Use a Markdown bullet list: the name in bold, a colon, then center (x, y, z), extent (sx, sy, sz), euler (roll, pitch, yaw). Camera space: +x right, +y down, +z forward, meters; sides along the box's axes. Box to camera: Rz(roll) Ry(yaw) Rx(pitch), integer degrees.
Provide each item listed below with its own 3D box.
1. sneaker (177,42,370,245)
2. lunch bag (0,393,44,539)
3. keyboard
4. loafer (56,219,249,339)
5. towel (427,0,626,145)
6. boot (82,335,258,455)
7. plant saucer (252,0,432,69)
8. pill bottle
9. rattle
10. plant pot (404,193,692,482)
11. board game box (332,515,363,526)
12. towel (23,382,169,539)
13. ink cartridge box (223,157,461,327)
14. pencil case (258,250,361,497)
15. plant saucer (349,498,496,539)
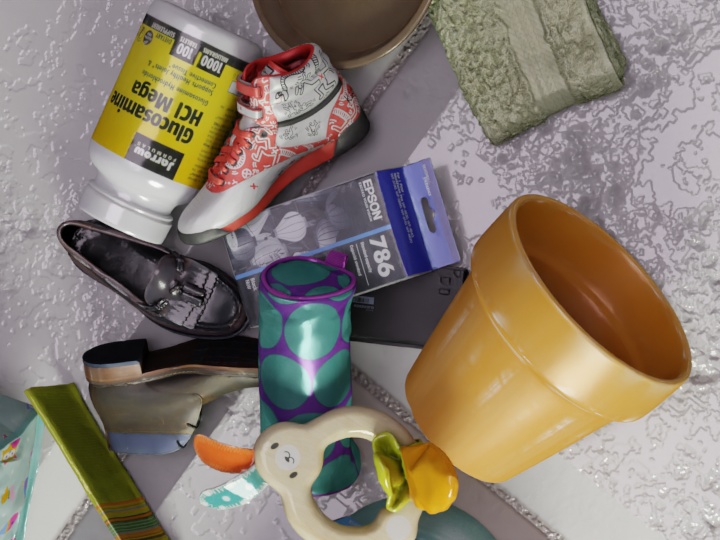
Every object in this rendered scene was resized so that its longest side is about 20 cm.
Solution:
- **sneaker**: center (-0.098, -0.117, 1.529), extent (0.201, 0.067, 0.108), euler (-34, 122, -3)
- **lunch bag**: center (-0.396, 0.203, 1.616), extent (0.169, 0.122, 0.201), euler (21, 121, 13)
- **keyboard**: center (0.000, 0.000, 1.561), extent (0.199, 0.021, 0.128), euler (7, 95, 16)
- **loafer**: center (-0.193, 0.007, 1.587), extent (0.199, 0.063, 0.072), euler (25, 87, 20)
- **towel**: center (0.134, -0.224, 1.519), extent (0.148, 0.036, 0.201), euler (-24, 82, 15)
- **boot**: center (-0.151, 0.116, 1.589), extent (0.198, 0.075, 0.098), euler (0, 111, 10)
- **plant saucer**: center (-0.011, -0.278, 1.550), extent (0.199, 0.029, 0.202), euler (-1, 89, 30)
- **pill bottle**: center (-0.176, -0.132, 1.568), extent (0.112, 0.112, 0.201), euler (26, 96, 16)
- **rattle**: center (-0.036, 0.171, 1.412), extent (0.199, 0.143, 0.131), euler (16, 101, -9)
- **plant pot**: center (0.139, 0.071, 1.439), extent (0.183, 0.200, 0.200), euler (-46, 77, 26)
- **board game box**: center (0.010, 0.349, 1.490), extent (0.199, 0.056, 0.197), euler (34, 98, 15)
- **towel**: center (-0.233, 0.188, 1.587), extent (0.018, 0.086, 0.201), euler (-37, 78, 11)
- **ink cartridge box**: center (-0.019, -0.024, 1.535), extent (0.199, 0.039, 0.100), euler (-19, 87, 17)
- **pencil case**: center (-0.043, 0.090, 1.504), extent (0.085, 0.092, 0.201), euler (21, 123, 37)
- **plant saucer**: center (0.042, 0.301, 1.530), extent (0.198, 0.036, 0.202), euler (-1, 88, 16)
